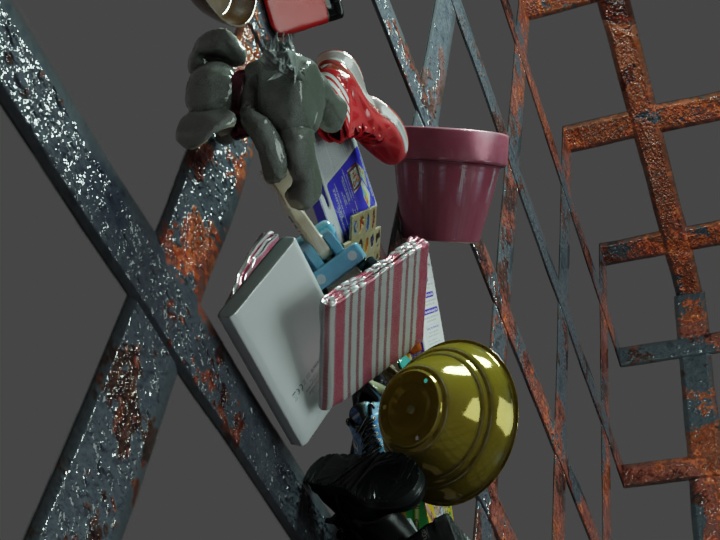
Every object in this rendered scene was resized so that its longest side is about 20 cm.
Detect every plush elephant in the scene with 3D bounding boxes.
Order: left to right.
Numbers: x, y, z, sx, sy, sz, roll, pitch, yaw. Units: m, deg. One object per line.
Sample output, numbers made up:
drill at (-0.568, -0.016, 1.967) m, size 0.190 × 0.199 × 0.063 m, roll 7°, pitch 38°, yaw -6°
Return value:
plush elephant at (-0.122, -0.177, 1.252) m, size 0.201 × 0.153 × 0.166 m, roll 65°, pitch 33°, yaw -53°

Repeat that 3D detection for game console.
game console at (-0.107, -0.432, 1.583) m, size 0.172 × 0.117 × 0.202 m, roll -143°, pitch -143°, yaw -73°

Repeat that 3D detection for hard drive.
hard drive at (-0.076, 0.082, 1.300) m, size 0.132 × 0.026 × 0.201 m, roll -53°, pitch 131°, yaw -35°

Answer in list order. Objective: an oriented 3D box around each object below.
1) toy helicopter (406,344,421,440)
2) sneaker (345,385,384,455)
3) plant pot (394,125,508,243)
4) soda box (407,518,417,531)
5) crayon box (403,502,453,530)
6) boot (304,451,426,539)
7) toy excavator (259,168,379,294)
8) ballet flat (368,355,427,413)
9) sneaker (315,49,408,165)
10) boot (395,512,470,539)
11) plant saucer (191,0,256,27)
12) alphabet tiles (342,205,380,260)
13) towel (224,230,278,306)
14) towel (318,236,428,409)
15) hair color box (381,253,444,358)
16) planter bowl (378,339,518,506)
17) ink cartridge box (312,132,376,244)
toy helicopter at (0.071, 0.175, 1.643) m, size 0.132 × 0.078 × 0.202 m, roll 49°, pitch 21°, yaw -75°
sneaker at (0.009, 0.220, 1.494) m, size 0.090 × 0.078 × 0.200 m, roll 56°, pitch 10°, yaw -21°
plant pot at (0.139, -0.138, 1.879) m, size 0.200 × 0.198 × 0.181 m, roll -3°, pitch 98°, yaw -70°
soda box at (0.036, 0.422, 1.476) m, size 0.201 × 0.063 × 0.068 m, roll -77°, pitch 149°, yaw -49°
crayon box at (0.093, 0.378, 1.658) m, size 0.119 × 0.058 × 0.202 m, roll 8°, pitch 73°, yaw -69°
boot at (0.034, 0.295, 1.357) m, size 0.073 × 0.197 × 0.163 m, roll -48°, pitch 117°, yaw -33°
toy excavator at (-0.057, -0.031, 1.392) m, size 0.201 × 0.100 × 0.194 m, roll 53°, pitch -10°, yaw 1°
ballet flat at (0.031, 0.122, 1.555) m, size 0.201 × 0.072 × 0.068 m, roll 52°, pitch 26°, yaw -8°
sneaker at (-0.010, -0.188, 1.548) m, size 0.200 × 0.078 × 0.116 m, roll 47°, pitch 44°, yaw -33°
boot at (0.039, 0.365, 1.314) m, size 0.165 × 0.198 × 0.066 m, roll 58°, pitch 10°, yaw -37°
plant saucer at (-0.179, -0.380, 1.340) m, size 0.200 × 0.034 × 0.203 m, roll -10°, pitch 90°, yaw -69°
alphabet tiles at (0.000, 0.000, 1.593) m, size 0.200 × 0.006 × 0.169 m, roll -32°, pitch 125°, yaw -73°
towel at (-0.094, 0.072, 1.349) m, size 0.147 × 0.030 × 0.201 m, roll -70°, pitch 144°, yaw -53°
towel at (0.013, 0.059, 1.338) m, size 0.199 × 0.030 × 0.148 m, roll -32°, pitch 134°, yaw -44°
hair color box at (0.081, 0.077, 1.770) m, size 0.109 × 0.064 × 0.202 m, roll -9°, pitch 90°, yaw -69°
planter bowl at (0.081, 0.170, 1.350) m, size 0.083 × 0.199 × 0.203 m, roll 22°, pitch 58°, yaw -45°
ink cartridge box at (-0.046, -0.135, 1.562) m, size 0.200 × 0.043 × 0.200 m, roll -61°, pitch 136°, yaw -61°
